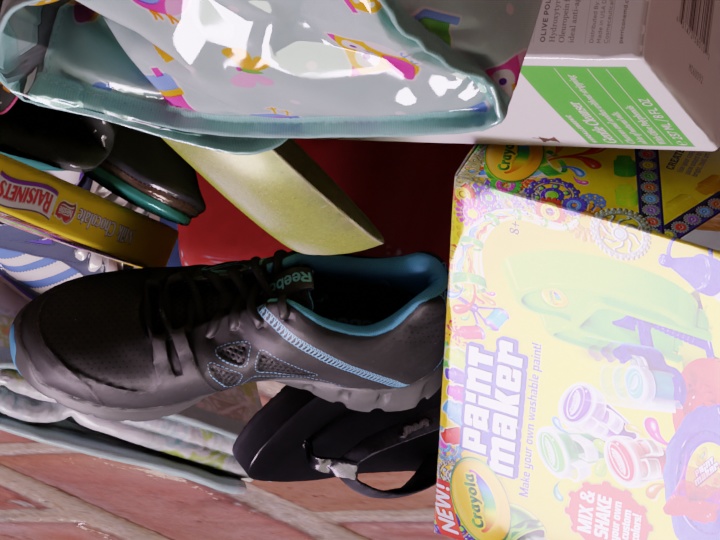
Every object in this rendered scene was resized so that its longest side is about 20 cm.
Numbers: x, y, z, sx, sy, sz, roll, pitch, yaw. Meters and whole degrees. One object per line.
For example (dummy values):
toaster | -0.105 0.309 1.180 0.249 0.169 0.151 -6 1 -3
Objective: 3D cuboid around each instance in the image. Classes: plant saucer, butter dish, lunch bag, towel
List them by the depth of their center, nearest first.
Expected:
lunch bag | -0.028 -0.135 1.017 0.199 0.171 0.122 -5 149 41
plant saucer | -0.071 -0.071 1.275 0.200 0.031 0.200 43 -177 -3
butter dish | 0.000 0.000 1.448 0.199 0.149 0.199 -1 158 34
towel | -0.146 0.041 1.662 0.199 0.171 0.048 21 115 -26

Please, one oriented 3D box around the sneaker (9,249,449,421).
sneaker | -0.055 0.017 1.321 0.199 0.074 0.082 -3 150 -10

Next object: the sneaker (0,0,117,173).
sneaker | -0.171 -0.102 1.237 0.199 0.081 0.086 25 -169 -42

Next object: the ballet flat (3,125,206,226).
ballet flat | -0.128 -0.073 1.391 0.073 0.073 0.200 25 175 -37

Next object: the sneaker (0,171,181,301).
sneaker | -0.148 -0.032 1.548 0.199 0.081 0.146 24 163 -19

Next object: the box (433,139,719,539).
box | 0.144 0.032 1.301 0.192 0.122 0.201 16 130 18

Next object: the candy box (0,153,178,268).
candy box | -0.168 -0.040 1.302 0.102 0.027 0.200 20 178 26

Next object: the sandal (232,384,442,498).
sandal | 0.032 0.076 1.414 0.199 0.043 0.076 0 135 -37

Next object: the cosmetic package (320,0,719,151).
cosmetic package | 0.042 -0.105 1.206 0.199 0.085 0.108 1 163 26
